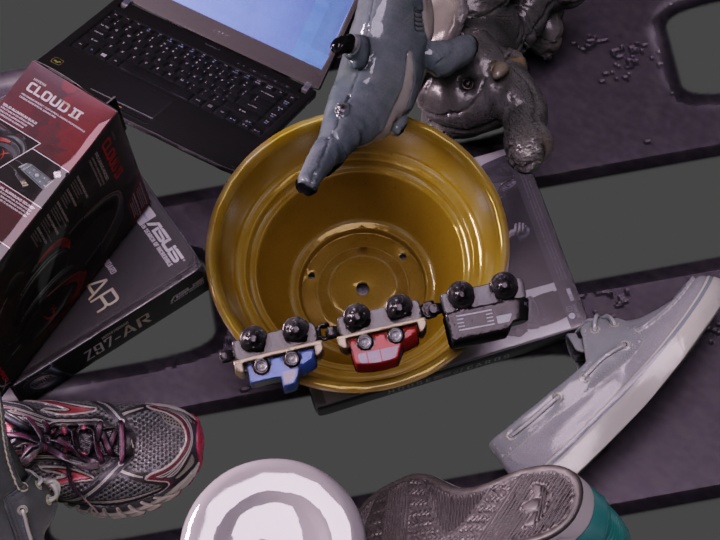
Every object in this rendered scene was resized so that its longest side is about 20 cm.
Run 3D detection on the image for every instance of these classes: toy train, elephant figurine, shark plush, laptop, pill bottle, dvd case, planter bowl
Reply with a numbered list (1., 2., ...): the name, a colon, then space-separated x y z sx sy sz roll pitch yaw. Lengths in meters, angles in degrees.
1. toy train: 0.010 0.043 1.340 0.200 0.034 0.046 -12 80 -3
2. elephant figurine: 0.071 -0.150 1.487 0.141 0.155 0.200 28 61 -9
3. shark plush: -0.008 -0.130 1.382 0.091 0.083 0.200 20 58 32
4. laptop: -0.111 -0.188 1.530 0.177 0.103 0.200 26 41 14
5. pill bottle: -0.046 0.199 1.317 0.112 0.200 0.112 -1 67 3
6. dvd case: 0.043 0.005 1.488 0.200 0.025 0.150 -17 67 -3
7. planter bowl: 0.000 0.000 1.426 0.200 0.083 0.200 -1 68 3

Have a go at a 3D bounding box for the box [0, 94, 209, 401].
1. box: -0.227 -0.027 1.506 0.160 0.044 0.200 -32 69 -9

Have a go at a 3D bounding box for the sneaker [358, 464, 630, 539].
1. sneaker: 0.098 0.182 1.381 0.200 0.121 0.084 -10 51 43

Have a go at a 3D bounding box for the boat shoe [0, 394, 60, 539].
1. boat shoe: -0.227 0.153 1.373 0.062 0.200 0.073 -11 22 -18

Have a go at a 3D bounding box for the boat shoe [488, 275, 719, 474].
1. boat shoe: 0.167 0.066 1.428 0.072 0.070 0.201 42 79 8

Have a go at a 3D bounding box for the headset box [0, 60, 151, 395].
1. headset box: -0.223 -0.033 1.404 0.075 0.149 0.200 31 72 15

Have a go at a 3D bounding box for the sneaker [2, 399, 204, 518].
1. sneaker: -0.205 0.124 1.425 0.200 0.075 0.081 -4 67 1
